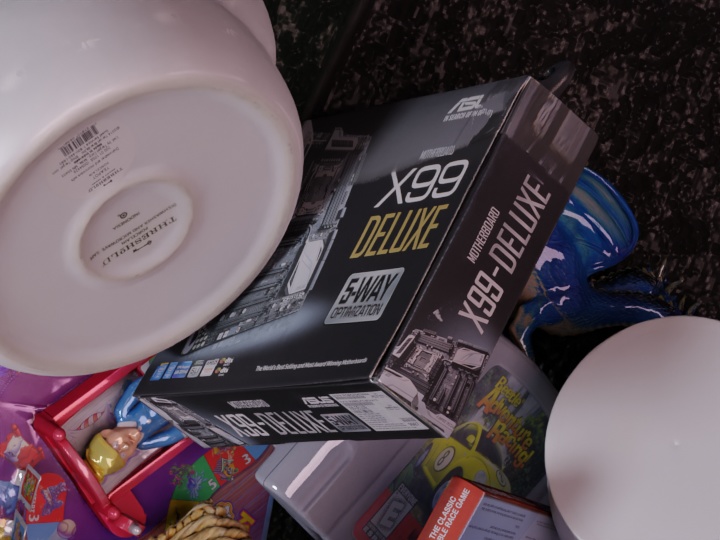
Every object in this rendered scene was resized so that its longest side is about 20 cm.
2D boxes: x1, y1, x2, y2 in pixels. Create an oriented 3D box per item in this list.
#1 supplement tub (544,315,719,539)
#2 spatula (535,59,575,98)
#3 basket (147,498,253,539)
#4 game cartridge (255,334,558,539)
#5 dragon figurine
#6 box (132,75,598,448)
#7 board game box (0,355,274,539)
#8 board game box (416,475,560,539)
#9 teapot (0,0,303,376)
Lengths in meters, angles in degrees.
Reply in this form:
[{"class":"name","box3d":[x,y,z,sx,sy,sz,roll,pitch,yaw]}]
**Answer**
[{"class":"supplement tub","box3d":[0.171,0.107,1.423,0.145,0.145,0.200,-55,156,-4]},{"class":"spatula","box3d":[0.032,-0.022,1.388,0.021,0.057,0.200,36,104,-17]},{"class":"basket","box3d":[-0.092,0.234,1.370,0.200,0.149,0.143,-33,126,-11]},{"class":"game cartridge","box3d":[0.038,0.095,1.425,0.133,0.041,0.200,-52,142,-9]},{"class":"dragon figurine","box3d":[0.095,-0.021,1.459,0.099,0.059,0.200,-34,111,-13]},{"class":"box","box3d":[0.000,0.000,1.328,0.050,0.200,0.158,38,67,-26]},{"class":"board game box","box3d":[-0.101,0.075,1.407,0.158,0.039,0.201,9,97,-23]},{"class":"board game box","box3d":[0.051,0.151,1.378,0.019,0.200,0.103,28,90,19]},{"class":"teapot","box3d":[-0.134,-0.059,1.319,0.200,0.146,0.198,-2,129,-38]}]
